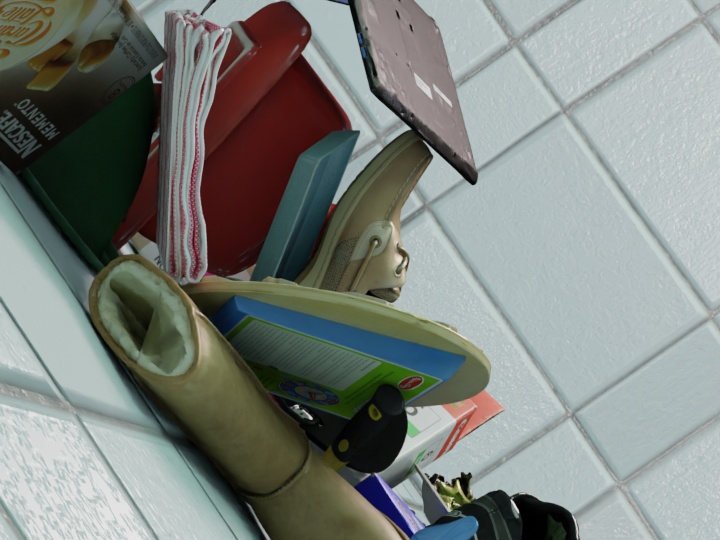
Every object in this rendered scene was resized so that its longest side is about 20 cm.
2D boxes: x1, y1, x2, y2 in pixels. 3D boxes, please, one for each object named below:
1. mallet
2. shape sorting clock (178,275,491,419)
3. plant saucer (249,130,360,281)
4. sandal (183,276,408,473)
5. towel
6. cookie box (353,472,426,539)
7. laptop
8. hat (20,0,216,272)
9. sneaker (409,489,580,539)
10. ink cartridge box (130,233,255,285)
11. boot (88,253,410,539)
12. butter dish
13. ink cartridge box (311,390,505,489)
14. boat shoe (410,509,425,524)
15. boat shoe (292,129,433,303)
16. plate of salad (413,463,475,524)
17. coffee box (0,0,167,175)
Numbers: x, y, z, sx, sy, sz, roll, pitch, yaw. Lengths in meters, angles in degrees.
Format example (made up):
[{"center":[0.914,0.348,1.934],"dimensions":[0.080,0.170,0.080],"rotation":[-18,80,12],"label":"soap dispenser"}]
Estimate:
[{"center":[-0.019,0.102,1.423],"dimensions":[0.066,0.041,0.200],"rotation":[52,-29,16],"label":"mallet"},{"center":[-0.023,0.041,1.366],"dimensions":[0.200,0.039,0.200],"rotation":[13,-19,5],"label":"shape sorting clock"},{"center":[-0.053,-0.002,1.554],"dimensions":[0.019,0.200,0.070],"rotation":[29,29,11],"label":"plant saucer"},{"center":[-0.041,0.065,1.490],"dimensions":[0.200,0.075,0.045],"rotation":[32,-13,-28],"label":"sandal"},{"center":[-0.099,-0.075,1.369],"dimensions":[0.200,0.030,0.147],"rotation":[-130,-136,-80],"label":"towel"},{"center":[0.047,0.233,1.459],"dimensions":[0.171,0.075,0.200],"rotation":[55,1,24],"label":"cookie box"},{"center":[-0.018,-0.156,1.573],"dimensions":[0.177,0.103,0.200],"rotation":[36,37,-60],"label":"laptop"},{"center":[-0.133,-0.119,1.458],"dimensions":[0.200,0.176,0.166],"rotation":[56,1,40],"label":"hat"},{"center":[0.098,0.174,1.348],"dimensions":[0.071,0.083,0.200],"rotation":[56,8,32],"label":"sneaker"},{"center":[-0.078,0.047,1.788],"dimensions":[0.200,0.075,0.165],"rotation":[56,2,27],"label":"ink cartridge box"},{"center":[-0.058,0.099,1.299],"dimensions":[0.175,0.066,0.200],"rotation":[40,-10,39],"label":"boot"},{"center":[-0.071,-0.067,1.623],"dimensions":[0.148,0.200,0.199],"rotation":[41,5,-16],"label":"butter dish"},{"center":[0.015,0.085,1.636],"dimensions":[0.109,0.050,0.200],"rotation":[43,41,17],"label":"ink cartridge box"},{"center":[0.016,0.187,1.673],"dimensions":[0.068,0.072,0.200],"rotation":[57,1,14],"label":"boat shoe"},{"center":[0.000,0.000,1.574],"dimensions":[0.064,0.200,0.071],"rotation":[30,-12,8],"label":"boat shoe"},{"center":[0.101,0.204,1.575],"dimensions":[0.200,0.048,0.200],"rotation":[55,0,1],"label":"plate of salad"},{"center":[-0.191,-0.142,1.255],"dimensions":[0.080,0.114,0.200],"rotation":[53,-1,19],"label":"coffee box"}]
